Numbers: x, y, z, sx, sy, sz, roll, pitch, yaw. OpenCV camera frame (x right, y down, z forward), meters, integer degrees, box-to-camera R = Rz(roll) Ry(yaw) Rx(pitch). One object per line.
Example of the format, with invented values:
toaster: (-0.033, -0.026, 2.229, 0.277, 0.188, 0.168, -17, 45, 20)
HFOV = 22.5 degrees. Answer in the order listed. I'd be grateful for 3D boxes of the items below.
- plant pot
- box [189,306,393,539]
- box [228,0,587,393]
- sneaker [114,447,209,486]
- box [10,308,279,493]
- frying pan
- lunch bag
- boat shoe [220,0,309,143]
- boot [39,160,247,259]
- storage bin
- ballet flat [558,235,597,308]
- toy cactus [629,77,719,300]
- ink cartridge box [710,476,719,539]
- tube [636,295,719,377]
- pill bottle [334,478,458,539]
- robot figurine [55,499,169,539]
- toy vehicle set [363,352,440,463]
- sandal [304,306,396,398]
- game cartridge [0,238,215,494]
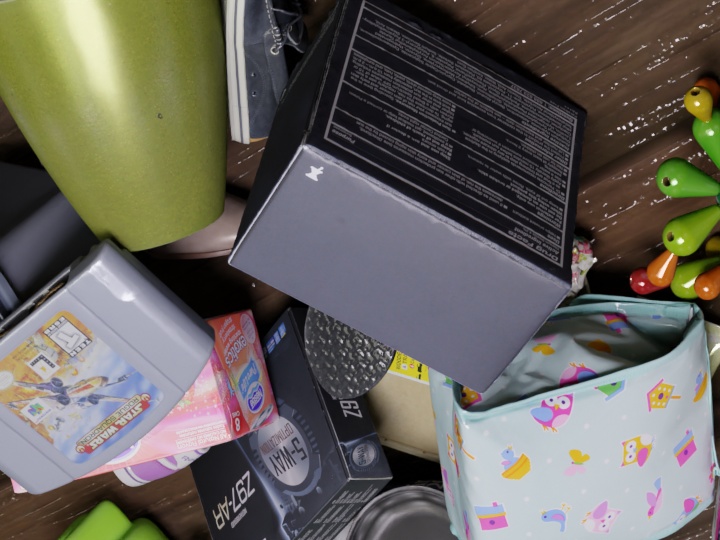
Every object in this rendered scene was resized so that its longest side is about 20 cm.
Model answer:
plant pot: (-0.168, -0.123, 1.300, 0.186, 0.187, 0.202, -7, 109, 30)
box: (-0.064, 0.152, 1.471, 0.200, 0.043, 0.161, -49, 50, 40)
box: (0.036, -0.057, 1.220, 0.199, 0.199, 0.124, 28, 128, -11)
sneaker: (-0.188, 0.073, 1.517, 0.114, 0.073, 0.202, -25, 97, 34)
box: (-0.178, 0.103, 1.425, 0.198, 0.103, 0.096, -16, 89, 20)
frying pan: (0.071, 0.200, 1.384, 0.190, 0.031, 0.115, -39, 74, 9)
lunch bag: (0.158, 0.115, 1.283, 0.198, 0.122, 0.172, -15, 120, -8)
boat shoe: (-0.069, -0.181, 1.304, 0.062, 0.075, 0.201, -4, 129, -5)
boot: (-0.166, -0.088, 1.414, 0.198, 0.070, 0.147, -1, 117, 26)
storage bin: (-0.288, -0.019, 1.423, 0.199, 0.134, 0.146, 11, 138, 45)
ballet flat: (0.142, 0.055, 1.355, 0.063, 0.076, 0.201, -5, 129, -10)
toy cactus: (0.275, -0.047, 1.221, 0.163, 0.103, 0.201, 14, 125, -5)
ink cartridge box: (0.292, 0.180, 1.286, 0.074, 0.165, 0.202, 4, 122, 8)
tube: (0.215, 0.113, 1.365, 0.058, 0.052, 0.201, -3, 126, -24)
pill bottle: (0.048, 0.227, 1.478, 0.198, 0.111, 0.112, -7, 117, 29)
robot figurine: (-0.196, 0.308, 1.644, 0.200, 0.116, 0.175, 49, 136, -5)
toy vehicle set: (0.052, 0.060, 1.424, 0.123, 0.027, 0.201, 17, 126, 17)
sandal: (0.001, 0.000, 1.371, 0.075, 0.048, 0.202, 10, 109, 22)
game cartridge: (-0.209, 0.078, 1.328, 0.200, 0.042, 0.133, -38, 112, 19)
